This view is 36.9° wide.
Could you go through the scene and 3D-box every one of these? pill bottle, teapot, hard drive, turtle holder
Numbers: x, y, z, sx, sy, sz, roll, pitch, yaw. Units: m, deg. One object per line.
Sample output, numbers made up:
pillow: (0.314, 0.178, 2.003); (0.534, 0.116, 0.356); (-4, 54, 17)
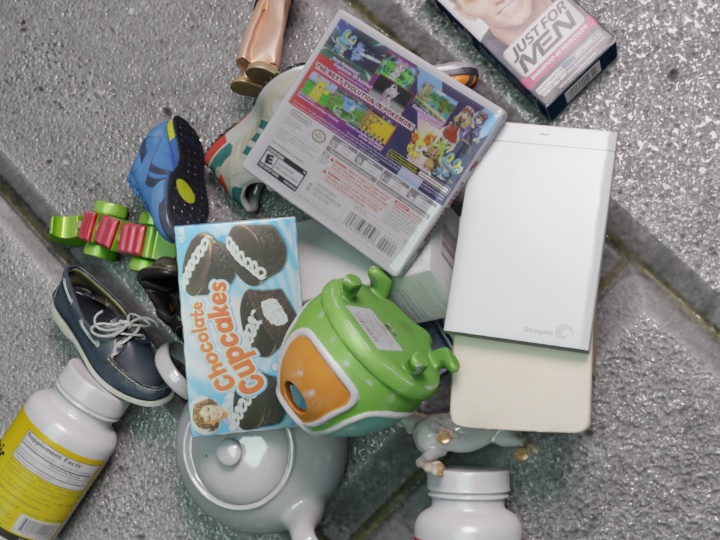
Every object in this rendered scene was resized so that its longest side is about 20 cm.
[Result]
pill bottle: (-0.338, 0.201, 1.188); (0.111, 0.111, 0.200); (36, 94, 15)
teapot: (-0.115, 0.178, 1.114); (0.199, 0.146, 0.198); (3, 85, 16)
pill bottle: (0.106, 0.297, 1.063); (0.108, 0.109, 0.201); (0, 84, 15)
hard drive: (0.156, -0.033, 0.985); (0.131, 0.027, 0.201); (7, 82, 15)
turtle holder: (-0.003, 0.079, 0.991); (0.141, 0.186, 0.132); (43, 106, -7)

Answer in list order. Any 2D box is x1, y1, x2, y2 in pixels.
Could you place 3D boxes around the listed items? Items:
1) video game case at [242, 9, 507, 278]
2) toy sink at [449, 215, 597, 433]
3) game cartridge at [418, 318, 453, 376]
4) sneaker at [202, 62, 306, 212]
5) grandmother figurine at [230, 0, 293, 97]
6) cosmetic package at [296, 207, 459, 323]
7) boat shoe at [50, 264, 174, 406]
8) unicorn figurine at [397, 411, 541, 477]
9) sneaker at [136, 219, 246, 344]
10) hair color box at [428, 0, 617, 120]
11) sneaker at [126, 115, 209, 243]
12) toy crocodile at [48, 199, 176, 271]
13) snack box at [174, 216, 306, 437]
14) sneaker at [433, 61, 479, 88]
video game case: (0.009, -0.122, 1.024); (0.200, 0.023, 0.183); (36, 97, 20)
toy sink: (0.162, 0.055, 1.040); (0.130, 0.112, 0.201); (0, 80, 14)
game cartridge: (0.128, 0.009, 1.126); (0.200, 0.038, 0.130); (-32, 82, 10)
sneaker: (-0.084, -0.139, 1.154); (0.200, 0.070, 0.094); (-39, 80, 36)
grandmother figurine: (-0.095, -0.295, 1.181); (0.121, 0.060, 0.201); (-16, 60, 48)
cosmetic package: (0.000, 0.000, 1.096); (0.199, 0.081, 0.113); (-13, 48, 27)
boat shoe: (-0.270, 0.069, 1.188); (0.200, 0.075, 0.062); (44, 130, 31)
unicorn figurine: (0.095, 0.157, 1.083); (0.199, 0.137, 0.074); (8, 96, -4)
sneaker: (-0.158, -0.005, 1.120); (0.076, 0.200, 0.114); (-31, 119, 34)
hair color box: (0.163, -0.264, 1.129); (0.100, 0.061, 0.200); (-44, 75, 6)
sneaker: (-0.213, -0.086, 1.170); (0.078, 0.066, 0.200); (-30, 39, 16)
toy crocodile: (-0.266, -0.038, 1.205); (0.199, 0.062, 0.068); (14, 89, 35)
snack box: (-0.112, 0.053, 1.033); (0.116, 0.037, 0.201); (-5, 93, -7)
sneaker: (0.047, -0.139, 1.147); (0.199, 0.078, 0.112); (-23, 83, 22)
